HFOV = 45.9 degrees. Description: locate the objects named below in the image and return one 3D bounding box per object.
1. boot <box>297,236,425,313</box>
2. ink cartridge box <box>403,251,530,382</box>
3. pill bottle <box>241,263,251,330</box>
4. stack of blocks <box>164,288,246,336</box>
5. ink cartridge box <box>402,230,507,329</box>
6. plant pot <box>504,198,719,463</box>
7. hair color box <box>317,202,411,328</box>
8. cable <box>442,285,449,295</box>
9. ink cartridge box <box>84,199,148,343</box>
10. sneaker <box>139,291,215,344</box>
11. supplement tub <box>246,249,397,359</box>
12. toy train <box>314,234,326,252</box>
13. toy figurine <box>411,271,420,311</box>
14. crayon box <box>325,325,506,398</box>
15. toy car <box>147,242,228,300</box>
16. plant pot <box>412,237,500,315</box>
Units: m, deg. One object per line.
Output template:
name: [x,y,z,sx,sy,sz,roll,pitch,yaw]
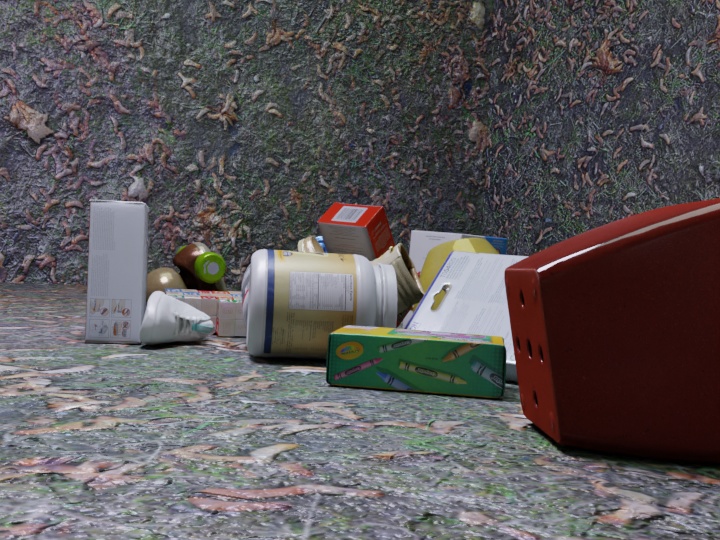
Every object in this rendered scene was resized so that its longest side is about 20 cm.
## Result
boot: [0.000,0.000,1.293,0.154,0.202,0.072,-37,-27,15]
ink cartridge box: [0.174,0.056,1.139,0.197,0.041,0.201,6,45,35]
pill bottle: [-0.132,0.038,1.330,0.108,0.113,0.200,3,15,-9]
stack of blocks: [-0.237,0.073,1.465,0.195,0.060,0.115,3,7,-17]
ink cartridge box: [0.189,0.030,1.696,0.145,0.205,0.143,3,3,-41]
plant pot: [0.224,0.053,0.718,0.172,0.205,0.200,-7,1,-2]
hair color box: [0.009,-0.008,1.391,0.100,0.203,0.061,8,40,34]
cable: [0.203,0.062,1.218,0.096,0.201,0.051,-27,-29,-25]
ink cartridge box: [-0.367,0.000,1.297,0.082,0.205,0.175,2,1,-12]
sneaker: [-0.265,0.078,1.267,0.087,0.077,0.200,15,0,4]
supplement tub: [-0.055,0.049,1.164,0.195,0.148,0.144,3,1,-9]
toy train: [-0.054,0.025,1.563,0.112,0.204,0.087,18,-4,6]
toy figurine: [0.092,0.051,1.544,0.180,0.203,0.151,15,47,16]
crayon box: [0.067,0.101,0.973,0.195,0.060,0.119,4,1,9]
toy car: [-0.346,0.054,1.565,0.197,0.161,0.163,-26,17,-23]
plant pot: [0.168,0.032,1.359,0.195,0.145,0.200,-8,-14,-2]
